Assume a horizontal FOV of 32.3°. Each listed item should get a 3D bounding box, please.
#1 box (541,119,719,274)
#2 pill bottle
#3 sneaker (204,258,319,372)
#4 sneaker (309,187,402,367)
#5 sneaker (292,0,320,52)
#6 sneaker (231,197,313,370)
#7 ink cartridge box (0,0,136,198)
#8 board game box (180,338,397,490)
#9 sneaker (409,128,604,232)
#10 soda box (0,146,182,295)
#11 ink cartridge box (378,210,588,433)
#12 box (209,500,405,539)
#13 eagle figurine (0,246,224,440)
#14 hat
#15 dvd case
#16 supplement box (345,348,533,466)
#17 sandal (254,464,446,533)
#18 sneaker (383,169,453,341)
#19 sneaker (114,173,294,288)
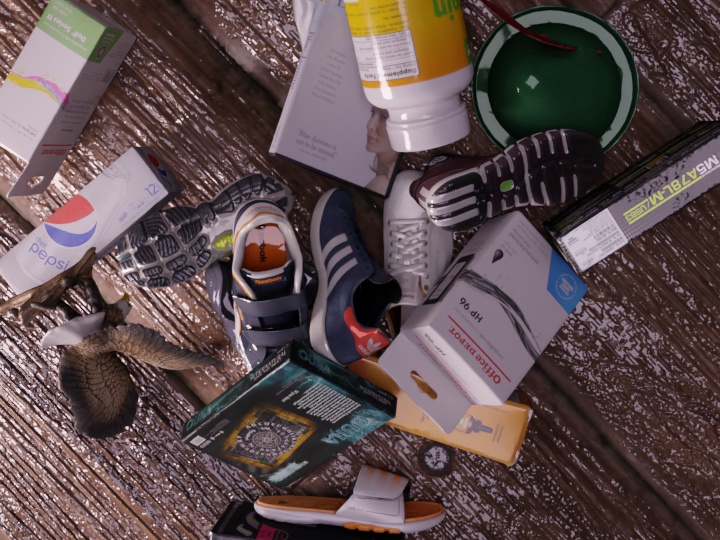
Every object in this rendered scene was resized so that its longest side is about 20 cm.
[{"bbox_3d":[0.275,-0.075,1.209,0.199,0.193,0.048,-33,91,6],"label":"box"},{"bbox_3d":[0.049,-0.223,1.204,0.110,0.111,0.202,-12,108,6],"label":"pill bottle"},{"bbox_3d":[-0.074,0.061,1.310,0.113,0.075,0.201,-30,93,7],"label":"sneaker"},{"bbox_3d":[0.000,0.000,1.259,0.084,0.075,0.202,-17,59,26],"label":"sneaker"},{"bbox_3d":[-0.025,-0.213,1.281,0.079,0.070,0.202,-5,97,-2],"label":"sneaker"},{"bbox_3d":[-0.089,0.031,1.232,0.078,0.079,0.202,-13,100,-7],"label":"sneaker"},{"bbox_3d":[-0.321,-0.177,1.283,0.067,0.117,0.201,32,97,1],"label":"ink cartridge box"},{"bbox_3d":[-0.075,0.152,1.269,0.135,0.028,0.200,31,134,-25],"label":"board game box"},{"bbox_3d":[0.138,-0.105,1.256,0.198,0.115,0.076,-16,113,-19],"label":"sneaker"},{"bbox_3d":[-0.288,-0.046,1.320,0.199,0.068,0.064,-38,92,8],"label":"soda box"},{"bbox_3d":[0.123,0.054,1.244,0.116,0.068,0.200,45,69,-14],"label":"ink cartridge box"},{"bbox_3d":[-0.057,0.320,1.313,0.198,0.122,0.107,7,96,3],"label":"box"},{"bbox_3d":[-0.251,0.078,1.285,0.151,0.151,0.201,-47,114,-32],"label":"eagle figurine"},{"bbox_3d":[0.183,-0.184,1.211,0.198,0.176,0.167,12,97,3],"label":"hat"},{"bbox_3d":[0.000,-0.189,1.259,0.142,0.018,0.202,19,90,-30],"label":"dvd case"},{"bbox_3d":[0.078,0.139,1.312,0.198,0.069,0.067,18,98,4],"label":"supplement box"},{"bbox_3d":[-0.010,0.237,1.317,0.204,0.079,0.060,3,95,0],"label":"sandal"},{"bbox_3d":[0.058,-0.003,1.286,0.072,0.085,0.202,-5,95,14],"label":"sneaker"},{"bbox_3d":[-0.159,-0.035,1.304,0.198,0.080,0.078,-22,84,3],"label":"sneaker"}]
